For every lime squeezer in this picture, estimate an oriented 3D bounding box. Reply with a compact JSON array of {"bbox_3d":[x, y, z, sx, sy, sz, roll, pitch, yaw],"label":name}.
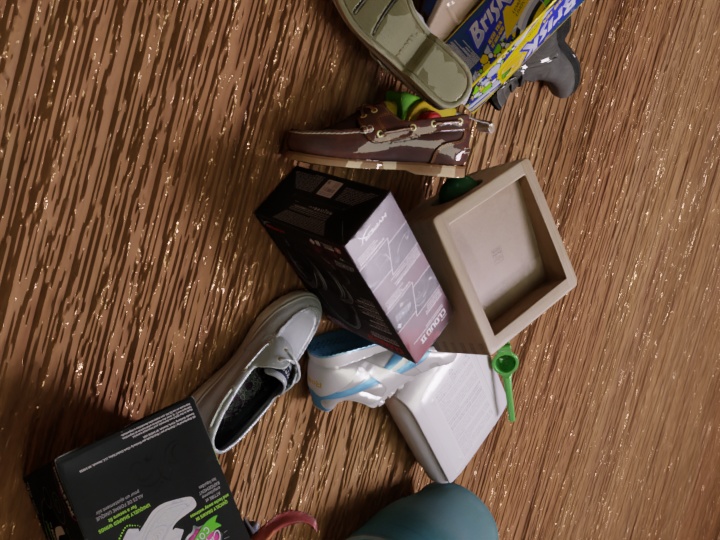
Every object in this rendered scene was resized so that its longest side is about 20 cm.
[{"bbox_3d":[0.190,0.107,1.014,0.037,0.071,0.205,-8,83,-11],"label":"lime squeezer"}]

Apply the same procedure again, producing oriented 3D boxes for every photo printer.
[{"bbox_3d":[0.113,0.164,0.998,0.167,0.069,0.202,-48,131,-24],"label":"photo printer"}]

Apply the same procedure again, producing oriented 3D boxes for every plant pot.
[{"bbox_3d":[0.086,0.382,0.972,0.187,0.196,0.205,-31,125,-52],"label":"plant pot"}]

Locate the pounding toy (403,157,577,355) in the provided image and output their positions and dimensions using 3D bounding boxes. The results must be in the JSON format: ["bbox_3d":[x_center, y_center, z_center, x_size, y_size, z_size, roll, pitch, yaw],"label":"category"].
[{"bbox_3d":[0.127,-0.040,0.856,0.182,0.141,0.203,-32,102,-28],"label":"pounding toy"}]

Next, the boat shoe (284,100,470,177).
[{"bbox_3d":[0.020,-0.139,0.767,0.195,0.070,0.072,1,107,-16],"label":"boat shoe"}]

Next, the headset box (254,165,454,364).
[{"bbox_3d":[0.000,0.000,0.774,0.077,0.147,0.202,-47,132,-20],"label":"headset box"}]

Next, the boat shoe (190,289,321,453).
[{"bbox_3d":[-0.097,0.107,0.768,0.201,0.071,0.071,-48,132,-22],"label":"boat shoe"}]

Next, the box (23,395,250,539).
[{"bbox_3d":[-0.177,0.234,0.622,0.123,0.148,0.204,-20,83,-38],"label":"box"}]

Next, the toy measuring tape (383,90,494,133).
[{"bbox_3d":[0.086,-0.158,0.865,0.197,0.073,0.075,3,102,-45],"label":"toy measuring tape"}]

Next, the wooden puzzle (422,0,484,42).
[{"bbox_3d":[0.149,-0.339,0.819,0.183,0.047,0.201,-23,157,-43],"label":"wooden puzzle"}]

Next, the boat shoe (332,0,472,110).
[{"bbox_3d":[0.031,-0.246,0.766,0.075,0.068,0.201,-42,105,-5],"label":"boat shoe"}]

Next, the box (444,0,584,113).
[{"bbox_3d":[0.170,-0.277,0.831,0.200,0.065,0.070,-44,162,16],"label":"box"}]

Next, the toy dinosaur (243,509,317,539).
[{"bbox_3d":[-0.165,0.310,0.723,0.106,0.197,0.183,53,34,-24],"label":"toy dinosaur"}]

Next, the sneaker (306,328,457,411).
[{"bbox_3d":[0.027,0.111,0.882,0.196,0.076,0.083,-6,110,-23],"label":"sneaker"}]

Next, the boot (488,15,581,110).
[{"bbox_3d":[0.214,-0.259,0.967,0.130,0.068,0.200,-44,151,2],"label":"boot"}]
